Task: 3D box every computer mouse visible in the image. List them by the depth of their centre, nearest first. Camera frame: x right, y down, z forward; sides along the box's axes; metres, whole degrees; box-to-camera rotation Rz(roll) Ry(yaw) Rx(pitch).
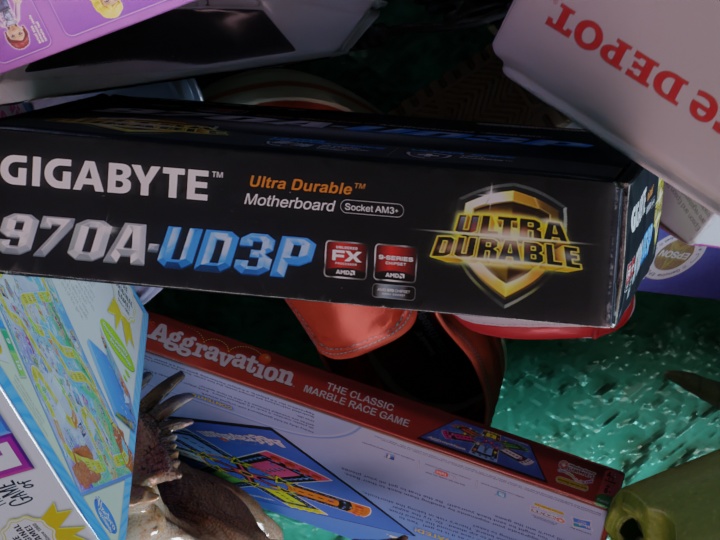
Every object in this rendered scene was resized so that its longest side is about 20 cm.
[{"bbox_3d":[-0.030,-0.088,0.944,0.199,0.110,0.044,-9,94,-10],"label":"computer mouse"}]

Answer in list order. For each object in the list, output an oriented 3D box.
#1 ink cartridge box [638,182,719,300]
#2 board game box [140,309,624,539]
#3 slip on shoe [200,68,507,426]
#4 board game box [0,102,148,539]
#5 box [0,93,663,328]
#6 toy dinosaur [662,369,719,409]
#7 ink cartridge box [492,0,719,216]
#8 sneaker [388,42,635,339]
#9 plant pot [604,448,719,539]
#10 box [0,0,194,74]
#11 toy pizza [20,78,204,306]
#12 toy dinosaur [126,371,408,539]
[{"bbox_3d":[0.200,-0.043,1.003,0.196,0.043,0.200,5,132,-38],"label":"ink cartridge box"},{"bbox_3d":[-0.001,0.075,1.108,0.199,0.019,0.103,19,150,8],"label":"board game box"},{"bbox_3d":[0.000,0.000,1.072,0.074,0.061,0.200,-19,132,17],"label":"slip on shoe"},{"bbox_3d":[-0.129,-0.007,0.951,0.034,0.135,0.200,-16,128,14],"label":"board game box"},{"bbox_3d":[-0.008,-0.022,0.902,0.199,0.159,0.046,5,98,10],"label":"box"},{"bbox_3d":[0.212,0.055,1.155,0.199,0.060,0.107,-10,119,-7],"label":"toy dinosaur"},{"bbox_3d":[0.151,-0.113,0.853,0.083,0.146,0.201,7,115,-56],"label":"ink cartridge box"},{"bbox_3d":[0.099,-0.048,1.025,0.200,0.071,0.113,-29,142,10],"label":"sneaker"},{"bbox_3d":[0.193,0.119,1.027,0.189,0.200,0.201,-12,136,-11],"label":"plant pot"},{"bbox_3d":[-0.019,-0.134,0.881,0.199,0.137,0.039,-19,113,14],"label":"box"},{"bbox_3d":[-0.150,-0.049,1.027,0.199,0.032,0.201,2,131,2],"label":"toy pizza"},{"bbox_3d":[-0.069,0.101,1.106,0.135,0.086,0.200,37,167,-2],"label":"toy dinosaur"}]
